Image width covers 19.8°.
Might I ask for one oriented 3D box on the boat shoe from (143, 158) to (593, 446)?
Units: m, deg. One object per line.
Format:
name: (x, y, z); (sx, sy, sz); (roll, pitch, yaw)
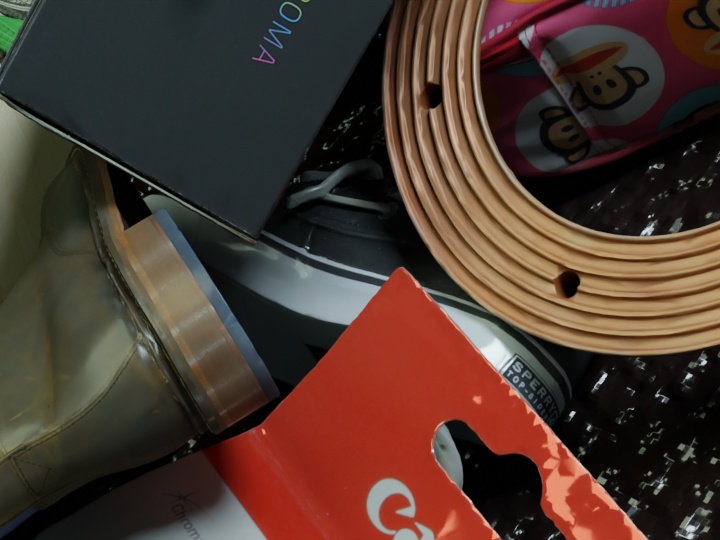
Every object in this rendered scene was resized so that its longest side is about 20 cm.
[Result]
boat shoe: (-0.001, -0.002, 0.686); (0.198, 0.074, 0.068); (14, 58, 47)

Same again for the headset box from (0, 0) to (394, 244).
headset box: (-0.028, -0.120, 0.651); (0.175, 0.092, 0.200); (-59, 9, 12)

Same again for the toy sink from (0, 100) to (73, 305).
toy sink: (-0.188, 0.027, 0.760); (0.199, 0.112, 0.131); (-25, 65, 22)

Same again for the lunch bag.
lunch bag: (0.113, -0.134, 0.711); (0.199, 0.082, 0.177); (-24, 37, 22)

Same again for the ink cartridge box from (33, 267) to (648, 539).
ink cartridge box: (-0.023, 0.112, 0.559); (0.200, 0.047, 0.160); (-47, 54, 8)

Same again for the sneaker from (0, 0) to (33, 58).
sneaker: (-0.081, -0.127, 0.860); (0.198, 0.078, 0.086); (-4, 94, 34)

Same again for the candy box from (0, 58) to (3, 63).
candy box: (-0.161, -0.179, 1.024); (0.115, 0.055, 0.201); (-35, 38, 8)

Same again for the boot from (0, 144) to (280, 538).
boot: (-0.097, 0.017, 0.628); (0.097, 0.075, 0.200); (-33, 19, -7)

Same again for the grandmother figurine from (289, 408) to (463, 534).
grandmother figurine: (-0.052, 0.105, 0.642); (0.199, 0.061, 0.122); (-34, 46, 16)

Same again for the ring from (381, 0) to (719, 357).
ring: (0.094, -0.071, 0.605); (0.199, 0.019, 0.202); (-11, 70, 30)
